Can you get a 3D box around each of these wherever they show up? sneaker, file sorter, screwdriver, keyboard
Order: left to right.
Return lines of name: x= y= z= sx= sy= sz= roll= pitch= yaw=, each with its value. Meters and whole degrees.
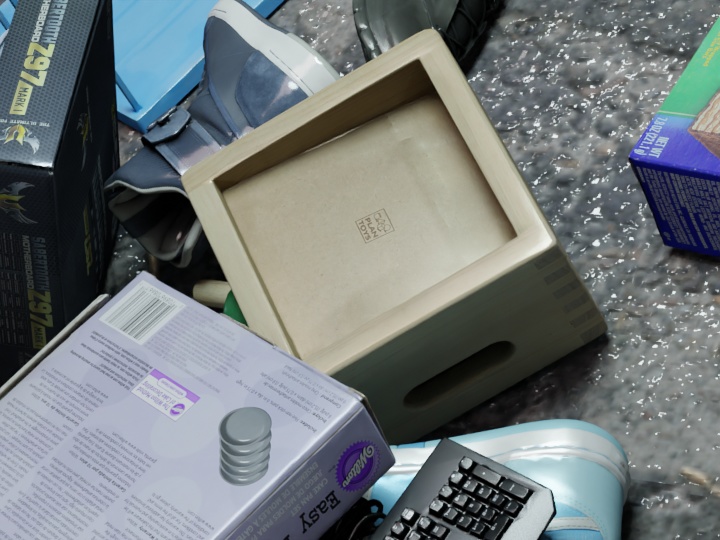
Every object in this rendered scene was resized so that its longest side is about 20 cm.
screwdriver: x=-0.191 y=0.061 z=1.338 sx=0.200 sy=0.029 sz=0.028 roll=-46 pitch=6 yaw=38
file sorter: x=-0.172 y=-0.203 z=1.633 sx=0.139 sy=0.123 sz=0.200 roll=-46 pitch=44 yaw=-15
sneaker: x=-0.092 y=-0.082 z=1.486 sx=0.146 sy=0.077 sz=0.202 roll=-45 pitch=20 yaw=-2
keyboard: x=-0.005 y=0.157 z=1.143 sx=0.104 sy=0.040 sz=0.200 roll=21 pitch=67 yaw=39
sneaker: x=0.032 y=0.149 z=1.204 sx=0.200 sy=0.080 sz=0.131 roll=-17 pitch=42 yaw=17
sneaker: x=0.043 y=-0.159 z=1.503 sx=0.091 sy=0.076 sz=0.200 roll=-14 pitch=46 yaw=9

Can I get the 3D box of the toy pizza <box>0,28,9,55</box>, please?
toy pizza: x=-0.214 y=-0.040 z=1.449 sx=0.032 sy=0.200 sz=0.200 roll=6 pitch=49 yaw=3

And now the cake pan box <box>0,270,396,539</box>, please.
cake pan box: x=-0.111 y=0.101 z=1.206 sx=0.184 sy=0.052 sz=0.200 roll=-43 pitch=40 yaw=-19

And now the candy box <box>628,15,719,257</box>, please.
candy box: x=0.264 y=-0.078 z=1.285 sx=0.200 sy=0.077 sz=0.169 roll=13 pitch=57 yaw=37

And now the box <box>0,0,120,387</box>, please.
box: x=-0.173 y=-0.048 z=1.425 sx=0.051 sy=0.200 sz=0.158 roll=7 pitch=48 yaw=4

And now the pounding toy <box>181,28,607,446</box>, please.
pounding toy: x=0.000 y=0.000 z=1.346 sx=0.200 sy=0.142 sz=0.184 roll=-30 pitch=56 yaw=5
